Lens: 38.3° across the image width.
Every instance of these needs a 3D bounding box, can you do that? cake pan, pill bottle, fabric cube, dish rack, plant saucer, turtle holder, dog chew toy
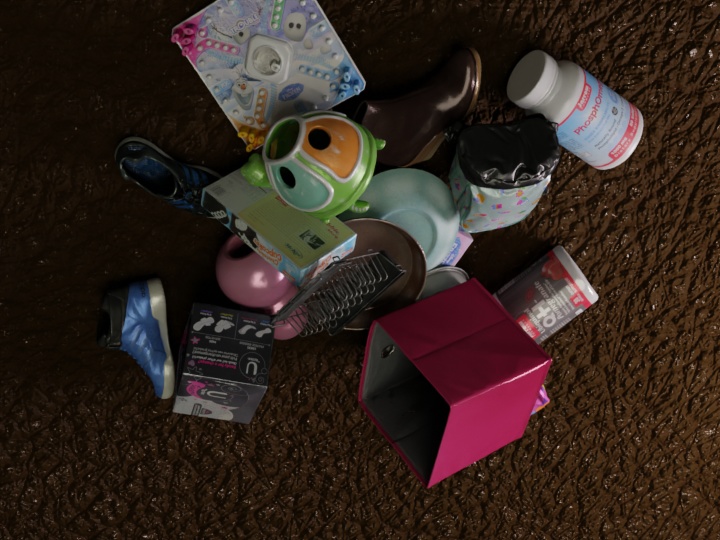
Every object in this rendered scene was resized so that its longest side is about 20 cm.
[{"bbox_3d":[0.106,0.082,1.673,0.198,0.037,0.202,-25,142,-21],"label":"cake pan"},{"bbox_3d":[0.314,-0.239,1.530,0.198,0.109,0.109,27,112,-28],"label":"pill bottle"},{"bbox_3d":[0.137,0.167,1.588,0.197,0.200,0.198,-21,141,-29],"label":"fabric cube"},{"bbox_3d":[-0.035,0.035,1.449,0.153,0.055,0.199,-44,167,21],"label":"dish rack"},{"bbox_3d":[0.000,0.000,1.549,0.197,0.035,0.203,-4,124,-5],"label":"plant saucer"},{"bbox_3d":[0.281,0.060,1.707,0.199,0.111,0.111,-38,123,10],"label":"pill bottle"},{"bbox_3d":[-0.069,-0.152,1.390,0.131,0.185,0.143,25,93,-40],"label":"turtle holder"},{"bbox_3d":[-0.139,0.029,1.577,0.123,0.125,0.201,-25,132,2],"label":"dog chew toy"},{"bbox_3d":[0.061,-0.055,1.571,0.197,0.039,0.204,-7,122,-11],"label":"plant saucer"}]

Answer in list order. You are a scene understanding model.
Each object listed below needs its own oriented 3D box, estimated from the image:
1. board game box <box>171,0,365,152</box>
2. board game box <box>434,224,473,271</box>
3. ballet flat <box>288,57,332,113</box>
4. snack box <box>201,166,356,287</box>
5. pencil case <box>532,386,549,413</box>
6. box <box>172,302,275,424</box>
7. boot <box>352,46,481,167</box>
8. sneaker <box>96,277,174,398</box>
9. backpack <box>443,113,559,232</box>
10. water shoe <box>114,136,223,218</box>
[{"bbox_3d":[-0.125,-0.280,1.388,0.198,0.026,0.201,-24,116,22],"label":"board game box"},{"bbox_3d":[0.044,-0.019,1.637,0.198,0.041,0.201,24,113,-26],"label":"board game box"},{"bbox_3d":[-0.062,-0.220,1.469,0.074,0.064,0.203,3,122,8],"label":"ballet flat"},{"bbox_3d":[-0.115,-0.071,1.451,0.116,0.199,0.037,-33,152,-37],"label":"snack box"},{"bbox_3d":[0.235,0.250,1.832,0.199,0.089,0.089,-35,123,7],"label":"pencil case"},{"bbox_3d":[-0.210,0.146,1.567,0.130,0.116,0.200,10,154,-11],"label":"box"},{"bbox_3d":[0.073,-0.230,1.467,0.165,0.073,0.201,-4,134,-41],"label":"boot"},{"bbox_3d":[-0.348,0.113,1.593,0.109,0.077,0.203,-10,119,-16],"label":"sneaker"},{"bbox_3d":[0.195,-0.138,1.513,0.164,0.129,0.200,-1,164,-6],"label":"backpack"},{"bbox_3d":[-0.260,-0.116,1.475,0.198,0.079,0.072,25,113,-27],"label":"water shoe"}]
